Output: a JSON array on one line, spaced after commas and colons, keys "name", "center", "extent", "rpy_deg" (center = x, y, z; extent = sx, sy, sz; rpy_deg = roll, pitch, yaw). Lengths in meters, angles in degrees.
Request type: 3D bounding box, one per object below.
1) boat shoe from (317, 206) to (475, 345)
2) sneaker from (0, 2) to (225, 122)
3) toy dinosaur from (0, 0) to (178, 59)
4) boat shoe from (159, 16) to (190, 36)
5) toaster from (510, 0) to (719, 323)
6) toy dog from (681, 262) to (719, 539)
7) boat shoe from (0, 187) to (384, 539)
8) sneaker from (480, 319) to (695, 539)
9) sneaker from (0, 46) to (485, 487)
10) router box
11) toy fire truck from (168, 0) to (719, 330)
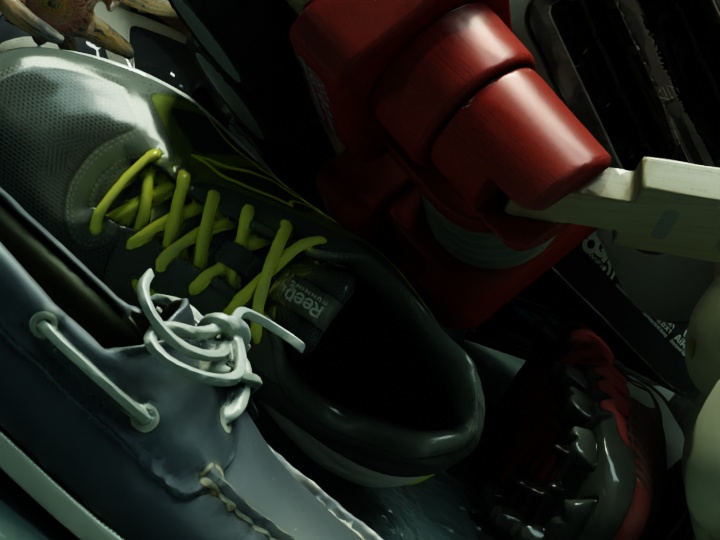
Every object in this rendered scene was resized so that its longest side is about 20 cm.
[{"name": "boat shoe", "center": [0.000, 0.000, 0.949], "extent": [0.074, 0.062, 0.200], "rpy_deg": [31, 10, -20]}, {"name": "sneaker", "center": [-0.064, -0.057, 0.940], "extent": [0.130, 0.080, 0.199], "rpy_deg": [44, 12, 30]}, {"name": "toy dinosaur", "center": [-0.069, -0.139, 0.813], "extent": [0.136, 0.199, 0.086], "rpy_deg": [59, -23, 24]}, {"name": "boat shoe", "center": [-0.057, -0.131, 0.914], "extent": [0.065, 0.072, 0.200], "rpy_deg": [10, 16, -44]}, {"name": "toaster", "center": [0.156, -0.088, 0.856], "extent": [0.201, 0.180, 0.119], "rpy_deg": [64, 29, -11]}, {"name": "toy dog", "center": [0.146, 0.086, 0.765], "extent": [0.139, 0.194, 0.200], "rpy_deg": [31, 41, -13]}, {"name": "boat shoe", "center": [-0.061, 0.027, 0.609], "extent": [0.200, 0.062, 0.075], "rpy_deg": [37, 8, -1]}, {"name": "sneaker", "center": [0.097, 0.077, 0.894], "extent": [0.098, 0.071, 0.200], "rpy_deg": [34, 9, -4]}, {"name": "sneaker", "center": [-0.036, -0.006, 0.744], "extent": [0.200, 0.075, 0.085], "rpy_deg": [35, -12, -12]}, {"name": "router box", "center": [0.065, -0.021, 1.032], "extent": [0.150, 0.062, 0.200], "rpy_deg": [44, -12, -27]}, {"name": "toy fire truck", "center": [0.056, -0.035, 0.743], "extent": [0.200, 0.129, 0.176], "rpy_deg": [50, -7, 17]}]
